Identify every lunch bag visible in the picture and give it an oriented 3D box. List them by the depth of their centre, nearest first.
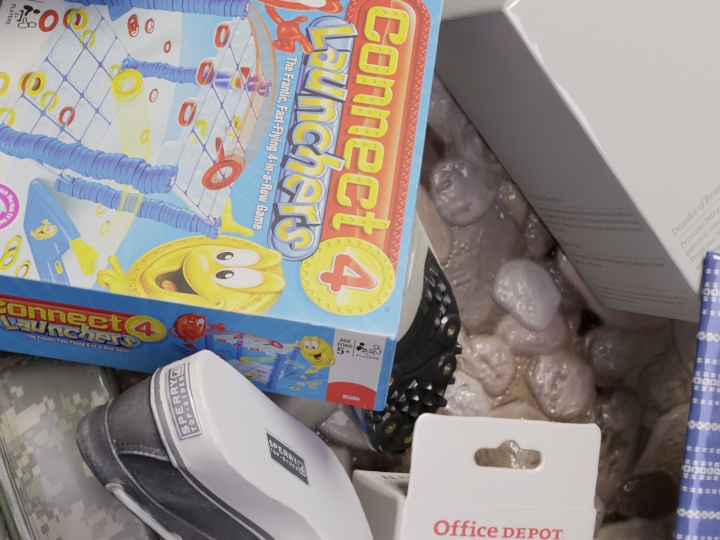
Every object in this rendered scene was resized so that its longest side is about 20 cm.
[{"bbox_3d":[-0.167,0.139,0.782,0.166,0.139,0.202,-19,102,-11],"label":"lunch bag"}]

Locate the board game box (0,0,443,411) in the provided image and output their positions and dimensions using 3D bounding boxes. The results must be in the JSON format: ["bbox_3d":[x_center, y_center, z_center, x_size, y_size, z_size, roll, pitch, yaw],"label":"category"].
[{"bbox_3d":[-0.070,-0.051,0.761,0.193,0.056,0.202,8,54,0],"label":"board game box"}]

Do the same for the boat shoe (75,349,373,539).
[{"bbox_3d":[-0.050,0.102,0.734,0.067,0.072,0.200,-22,146,14],"label":"boat shoe"}]

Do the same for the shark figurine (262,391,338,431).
[{"bbox_3d":[-0.056,0.130,0.825,0.126,0.089,0.217,2,87,5],"label":"shark figurine"}]

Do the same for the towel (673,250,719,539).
[{"bbox_3d":[0.224,0.098,0.887,0.143,0.024,0.203,6,92,-19],"label":"towel"}]

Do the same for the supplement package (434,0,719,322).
[{"bbox_3d":[0.138,-0.088,0.907,0.117,0.117,0.201,-43,109,-14],"label":"supplement package"}]

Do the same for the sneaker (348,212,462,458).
[{"bbox_3d":[0.000,0.000,0.887,0.071,0.072,0.202,-28,118,-32],"label":"sneaker"}]

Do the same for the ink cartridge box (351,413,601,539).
[{"bbox_3d":[0.051,0.170,0.907,0.116,0.067,0.203,6,94,-24],"label":"ink cartridge box"}]
